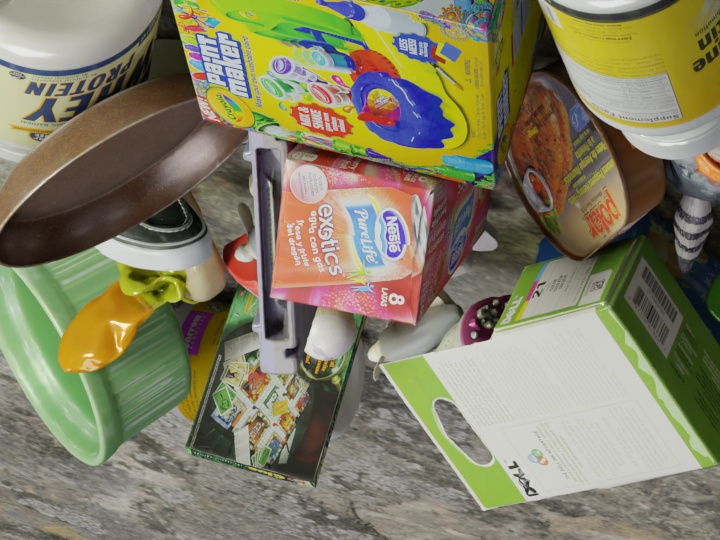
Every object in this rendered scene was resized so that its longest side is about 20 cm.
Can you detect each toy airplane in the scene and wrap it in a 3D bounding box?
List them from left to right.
[{"bbox_3d":[0.000,0.000,1.851,0.199,0.142,0.199,19,158,-3],"label":"toy airplane"}]

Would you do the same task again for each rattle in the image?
[{"bbox_3d":[-0.180,-0.026,1.894,0.142,0.131,0.200,-21,162,-9],"label":"rattle"}]

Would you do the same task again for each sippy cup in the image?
[{"bbox_3d":[0.192,0.019,1.786,0.177,0.140,0.130,-29,125,27],"label":"sippy cup"}]

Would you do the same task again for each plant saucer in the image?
[{"bbox_3d":[-0.157,-0.070,1.646,0.035,0.199,0.200,57,162,12],"label":"plant saucer"}]

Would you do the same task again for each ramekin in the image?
[{"bbox_3d":[-0.222,0.048,2.079,0.200,0.097,0.201,47,155,31],"label":"ramekin"}]

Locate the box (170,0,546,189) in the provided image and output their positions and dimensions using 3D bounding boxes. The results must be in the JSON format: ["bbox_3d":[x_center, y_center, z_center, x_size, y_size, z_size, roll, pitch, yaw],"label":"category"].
[{"bbox_3d":[0.002,-0.163,1.487,0.191,0.123,0.200,14,158,11],"label":"box"}]

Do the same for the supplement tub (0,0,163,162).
[{"bbox_3d":[-0.199,-0.160,1.612,0.144,0.146,0.200,18,159,-3],"label":"supplement tub"}]

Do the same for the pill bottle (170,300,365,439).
[{"bbox_3d":[-0.103,0.081,2.173,0.199,0.105,0.104,6,156,24],"label":"pill bottle"}]

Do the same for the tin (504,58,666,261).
[{"bbox_3d":[0.139,-0.071,1.620,0.042,0.113,0.200,-25,174,-13],"label":"tin"}]

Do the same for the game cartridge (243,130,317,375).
[{"bbox_3d":[-0.048,-0.050,1.679,0.038,0.130,0.201,2,123,5],"label":"game cartridge"}]

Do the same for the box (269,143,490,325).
[{"bbox_3d":[0.019,-0.047,1.644,0.099,0.096,0.200,11,-159,12],"label":"box"}]

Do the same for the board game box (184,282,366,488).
[{"bbox_3d":[-0.056,0.060,1.956,0.104,0.201,0.023,14,158,9],"label":"board game box"}]

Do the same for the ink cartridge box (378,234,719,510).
[{"bbox_3d":[0.135,0.073,1.726,0.199,0.076,0.148,-15,121,39],"label":"ink cartridge box"}]

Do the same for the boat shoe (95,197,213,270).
[{"bbox_3d":[-0.174,-0.069,1.809,0.199,0.073,0.069,41,140,42],"label":"boat shoe"}]

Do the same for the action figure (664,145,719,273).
[{"bbox_3d":[0.244,-0.061,1.581,0.199,0.105,0.194,19,169,4],"label":"action figure"}]

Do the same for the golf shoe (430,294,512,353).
[{"bbox_3d":[0.133,0.059,1.916,0.199,0.076,0.091,2,154,-37],"label":"golf shoe"}]

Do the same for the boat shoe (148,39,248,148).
[{"bbox_3d":[-0.149,-0.121,1.771,0.198,0.072,0.063,12,164,18],"label":"boat shoe"}]

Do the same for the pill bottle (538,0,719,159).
[{"bbox_3d":[0.161,-0.145,1.421,0.111,0.113,0.200,8,157,22],"label":"pill bottle"}]
